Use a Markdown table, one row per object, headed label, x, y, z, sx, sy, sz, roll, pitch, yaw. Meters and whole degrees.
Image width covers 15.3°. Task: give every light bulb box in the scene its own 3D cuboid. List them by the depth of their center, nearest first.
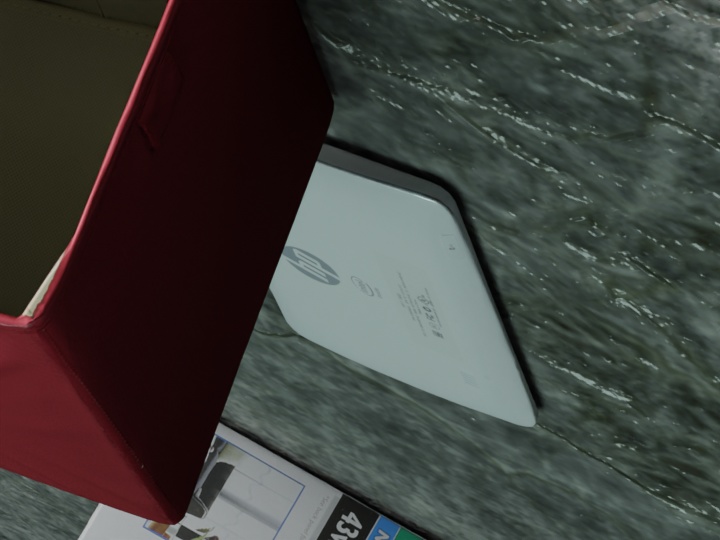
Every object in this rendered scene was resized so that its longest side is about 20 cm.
| label | x | y | z | sx | sy | sz | roll | pitch | yaw |
| --- | --- | --- | --- | --- | --- | --- | --- | --- | --- |
| light bulb box | -0.054 | 0.191 | 1.483 | 0.199 | 0.125 | 0.198 | 29 | 160 | 5 |

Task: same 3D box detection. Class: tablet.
| label | x | y | z | sx | sy | sz | roll | pitch | yaw |
| --- | --- | --- | --- | --- | --- | --- | --- | --- | --- |
| tablet | 0.000 | 0.000 | 1.101 | 0.130 | 0.014 | 0.200 | 21 | 158 | 24 |

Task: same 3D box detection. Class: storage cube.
| label | x | y | z | sx | sy | sz | roll | pitch | yaw |
| --- | --- | --- | --- | --- | --- | --- | --- | --- | --- |
| storage cube | -0.124 | -0.043 | 0.896 | 0.170 | 0.201 | 0.180 | 13 | 158 | 16 |
